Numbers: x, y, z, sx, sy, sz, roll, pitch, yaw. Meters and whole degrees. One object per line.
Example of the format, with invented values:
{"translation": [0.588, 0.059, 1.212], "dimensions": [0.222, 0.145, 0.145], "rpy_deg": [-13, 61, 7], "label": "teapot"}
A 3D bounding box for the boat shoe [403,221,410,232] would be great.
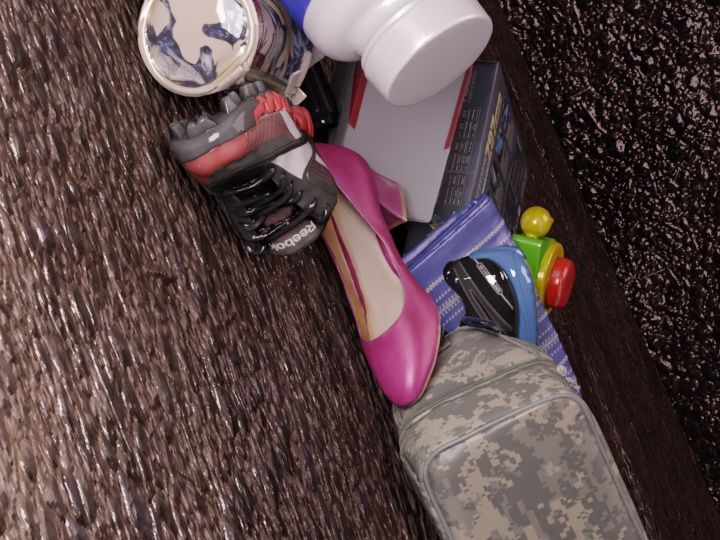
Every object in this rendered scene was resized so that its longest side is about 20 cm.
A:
{"translation": [0.094, 0.000, 2.182], "dimensions": [0.200, 0.072, 0.066], "rpy_deg": [58, 17, -9], "label": "boat shoe"}

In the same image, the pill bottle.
{"translation": [-0.008, -0.203, 1.555], "dimensions": [0.200, 0.112, 0.112], "rpy_deg": [53, 6, 19], "label": "pill bottle"}

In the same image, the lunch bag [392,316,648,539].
{"translation": [0.107, 0.148, 1.784], "dimensions": [0.200, 0.139, 0.168], "rpy_deg": [64, -5, -23], "label": "lunch bag"}

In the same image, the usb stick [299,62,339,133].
{"translation": [-0.064, -0.201, 1.893], "dimensions": [0.055, 0.033, 0.200], "rpy_deg": [25, 42, -86], "label": "usb stick"}

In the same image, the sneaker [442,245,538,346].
{"translation": [0.096, 0.075, 1.883], "dimensions": [0.071, 0.082, 0.200], "rpy_deg": [-86, 172, -67], "label": "sneaker"}

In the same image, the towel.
{"translation": [0.091, 0.059, 1.931], "dimensions": [0.145, 0.024, 0.200], "rpy_deg": [-40, 116, -32], "label": "towel"}

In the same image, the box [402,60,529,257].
{"translation": [0.089, -0.049, 2.044], "dimensions": [0.158, 0.051, 0.200], "rpy_deg": [69, 29, -56], "label": "box"}

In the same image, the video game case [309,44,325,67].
{"translation": [-0.026, -0.244, 1.690], "dimensions": [0.023, 0.200, 0.182], "rpy_deg": [18, 43, -53], "label": "video game case"}

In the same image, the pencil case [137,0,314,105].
{"translation": [-0.081, -0.145, 1.566], "dimensions": [0.089, 0.078, 0.200], "rpy_deg": [43, 8, 6], "label": "pencil case"}

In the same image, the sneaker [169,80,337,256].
{"translation": [-0.060, -0.058, 1.520], "dimensions": [0.098, 0.071, 0.200], "rpy_deg": [67, 9, 6], "label": "sneaker"}

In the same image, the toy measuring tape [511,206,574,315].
{"translation": [0.133, 0.040, 2.018], "dimensions": [0.074, 0.073, 0.200], "rpy_deg": [-83, 180, -69], "label": "toy measuring tape"}

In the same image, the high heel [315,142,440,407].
{"translation": [0.000, 0.000, 1.766], "dimensions": [0.096, 0.067, 0.200], "rpy_deg": [24, 51, -40], "label": "high heel"}

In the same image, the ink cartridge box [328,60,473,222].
{"translation": [0.029, -0.151, 1.933], "dimensions": [0.200, 0.083, 0.146], "rpy_deg": [-91, -166, -62], "label": "ink cartridge box"}
